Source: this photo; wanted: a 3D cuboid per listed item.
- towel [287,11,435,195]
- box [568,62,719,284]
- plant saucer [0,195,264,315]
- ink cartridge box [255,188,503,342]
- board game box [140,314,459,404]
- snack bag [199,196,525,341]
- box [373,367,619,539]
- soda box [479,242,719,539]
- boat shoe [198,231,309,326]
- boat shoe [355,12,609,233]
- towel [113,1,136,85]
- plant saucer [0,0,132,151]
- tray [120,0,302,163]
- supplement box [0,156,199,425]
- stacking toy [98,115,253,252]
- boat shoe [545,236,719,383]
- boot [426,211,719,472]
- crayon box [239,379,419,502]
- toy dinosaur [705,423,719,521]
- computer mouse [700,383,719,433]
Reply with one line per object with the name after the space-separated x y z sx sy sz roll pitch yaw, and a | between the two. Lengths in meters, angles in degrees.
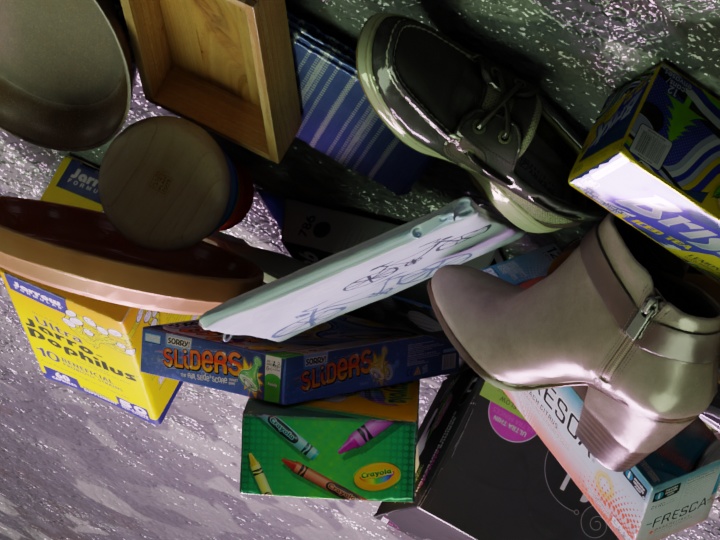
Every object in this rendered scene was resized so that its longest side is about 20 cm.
-0.037 -0.121 1.530 0.199 0.024 0.145 31 160 -2 | towel
0.220 -0.030 1.368 0.199 0.065 0.070 33 157 -12 | box
-0.161 -0.008 1.572 0.199 0.033 0.200 13 -172 -2 | plant saucer
0.017 0.002 1.711 0.199 0.039 0.100 15 156 30 | ink cartridge box
-0.040 0.057 1.747 0.135 0.035 0.199 10 -169 37 | board game box
0.000 0.000 1.507 0.188 0.022 0.200 -23 172 11 | snack bag
0.113 0.157 1.783 0.148 0.125 0.200 29 170 -4 | box
0.145 0.077 1.546 0.200 0.063 0.069 52 148 32 | soda box
-0.092 0.009 1.699 0.075 0.062 0.200 14 -176 -38 | boat shoe
0.078 -0.087 1.408 0.066 0.072 0.201 -3 149 43 | boat shoe
-0.240 -0.172 1.646 0.199 0.035 0.193 26 161 0 | towel
-0.219 -0.161 1.530 0.199 0.032 0.201 25 145 19 | plant saucer
-0.090 -0.141 1.470 0.098 0.037 0.200 26 159 13 | tray
-0.191 0.019 1.892 0.108 0.110 0.200 22 157 14 | supplement box
-0.110 -0.057 1.626 0.085 0.086 0.200 25 -175 7 | stacking toy
0.214 0.025 1.505 0.199 0.071 0.070 24 -164 18 | boat shoe
0.132 0.019 1.444 0.200 0.070 0.147 42 136 22 | boot
-0.018 0.111 1.717 0.118 0.059 0.200 3 -172 1 | crayon box
0.201 0.098 1.651 0.181 0.105 0.200 32 178 44 | toy dinosaur
0.263 0.081 1.543 0.199 0.110 0.044 32 173 20 | computer mouse
